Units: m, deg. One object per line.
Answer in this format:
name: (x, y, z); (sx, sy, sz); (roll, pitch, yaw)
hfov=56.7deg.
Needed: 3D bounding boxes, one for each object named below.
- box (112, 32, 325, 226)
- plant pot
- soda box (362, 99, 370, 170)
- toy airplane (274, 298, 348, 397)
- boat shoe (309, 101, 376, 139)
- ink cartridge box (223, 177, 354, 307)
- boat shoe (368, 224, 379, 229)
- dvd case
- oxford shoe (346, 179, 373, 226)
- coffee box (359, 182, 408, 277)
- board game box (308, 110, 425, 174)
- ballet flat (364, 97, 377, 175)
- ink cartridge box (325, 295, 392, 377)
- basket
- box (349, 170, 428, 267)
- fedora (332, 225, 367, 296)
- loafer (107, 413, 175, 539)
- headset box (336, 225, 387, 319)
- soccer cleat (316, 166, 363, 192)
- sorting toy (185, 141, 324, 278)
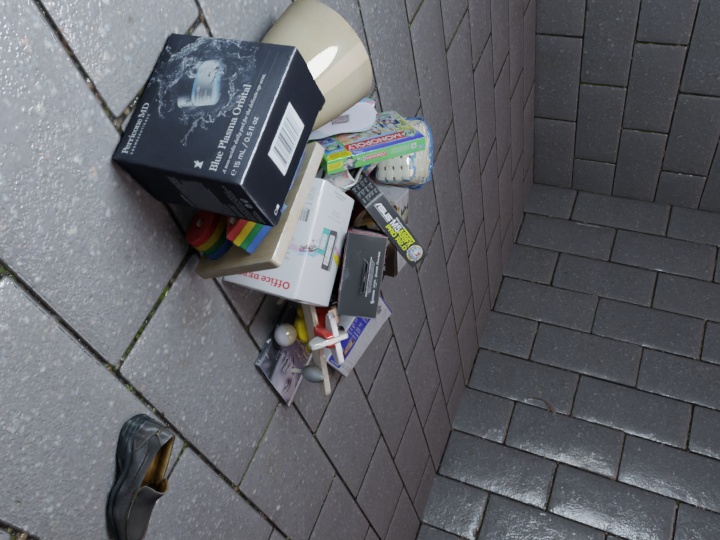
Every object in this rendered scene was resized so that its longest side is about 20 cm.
box: (-0.180, -0.186, 0.873); (0.118, 0.197, 0.199); (53, 53, -63)
plant pot: (-0.113, -0.286, 1.053); (0.200, 0.186, 0.188); (-49, 148, -23)
soda box: (-0.029, -0.294, 1.347); (0.064, 0.067, 0.202); (-41, 140, -34)
toy airplane: (-0.097, 0.120, 1.287); (0.200, 0.139, 0.202); (86, -8, -58)
boat shoe: (-0.076, -0.289, 1.226); (0.199, 0.086, 0.076); (-12, 116, -28)
ink cartridge box: (-0.121, -0.054, 1.162); (0.146, 0.145, 0.203); (22, 82, -68)
boat shoe: (0.013, -0.009, 1.557); (0.074, 0.073, 0.202); (-20, 136, -62)
dvd case: (-0.150, 0.178, 1.390); (0.201, 0.016, 0.150); (70, 38, -54)
oxford shoe: (-0.029, -0.121, 1.478); (0.201, 0.070, 0.075); (-59, 171, -26)
coffee box: (0.050, -0.098, 1.603); (0.080, 0.111, 0.203); (-46, 142, -51)
board game box: (0.005, -0.244, 1.253); (0.197, 0.135, 0.029); (-17, 129, -18)
ballet flat: (0.018, -0.285, 1.479); (0.069, 0.070, 0.202); (-53, 148, -47)
ink cartridge box: (-0.014, 0.145, 1.586); (0.201, 0.047, 0.198); (-57, 157, -10)
basket: (0.111, -0.285, 1.610); (0.199, 0.137, 0.180); (-13, 103, -60)
box: (0.045, -0.108, 1.309); (0.044, 0.200, 0.161); (-38, 116, 2)
fedora: (-0.014, 0.004, 1.433); (0.202, 0.091, 0.201); (-53, 173, -10)
loafer: (-0.317, 0.316, 0.977); (0.073, 0.071, 0.203); (-19, 120, -66)
headset box: (0.000, 0.000, 1.246); (0.200, 0.076, 0.151); (-117, -146, -83)
soccer cleat: (-0.052, -0.171, 1.284); (0.200, 0.085, 0.069); (-48, 123, -8)
sorting toy: (-0.169, -0.099, 0.983); (0.069, 0.198, 0.201); (36, 61, -36)
